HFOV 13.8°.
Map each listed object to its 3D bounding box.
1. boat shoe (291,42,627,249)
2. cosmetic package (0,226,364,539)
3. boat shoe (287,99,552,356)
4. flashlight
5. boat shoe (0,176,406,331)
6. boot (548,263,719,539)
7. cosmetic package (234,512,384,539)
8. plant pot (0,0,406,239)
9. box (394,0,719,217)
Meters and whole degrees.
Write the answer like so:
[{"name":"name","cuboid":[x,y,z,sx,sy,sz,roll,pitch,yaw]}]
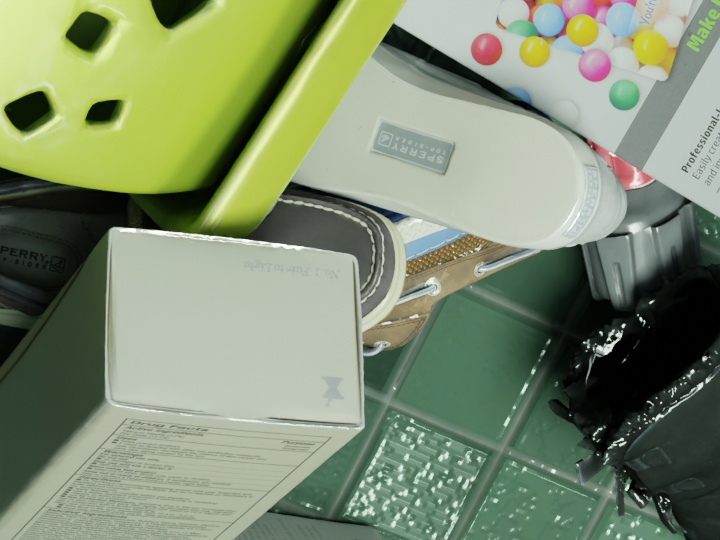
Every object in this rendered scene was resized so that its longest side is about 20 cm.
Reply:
[{"name":"boat shoe","cuboid":[0.021,-0.059,1.229,0.068,0.199,0.072,16,90,-61]},{"name":"cosmetic package","cuboid":[-0.080,0.056,1.170,0.103,0.200,0.073,7,66,-21]},{"name":"boat shoe","cuboid":[0.000,0.000,1.281,0.199,0.072,0.073,-21,128,0]},{"name":"flashlight","cuboid":[0.106,-0.082,1.288,0.067,0.068,0.201,-16,111,-13]},{"name":"boat shoe","cuboid":[-0.083,-0.005,1.211,0.199,0.065,0.072,5,82,14]},{"name":"boot","cuboid":[0.189,0.045,1.329,0.198,0.073,0.162,-40,136,5]},{"name":"cosmetic package","cuboid":[-0.088,0.156,1.307,0.199,0.074,0.102,11,104,-18]},{"name":"plant pot","cuboid":[-0.094,-0.133,1.146,0.181,0.199,0.200,29,97,-30]},{"name":"box","cuboid":[0.110,-0.134,1.202,0.200,0.041,0.156,32,102,6]}]
